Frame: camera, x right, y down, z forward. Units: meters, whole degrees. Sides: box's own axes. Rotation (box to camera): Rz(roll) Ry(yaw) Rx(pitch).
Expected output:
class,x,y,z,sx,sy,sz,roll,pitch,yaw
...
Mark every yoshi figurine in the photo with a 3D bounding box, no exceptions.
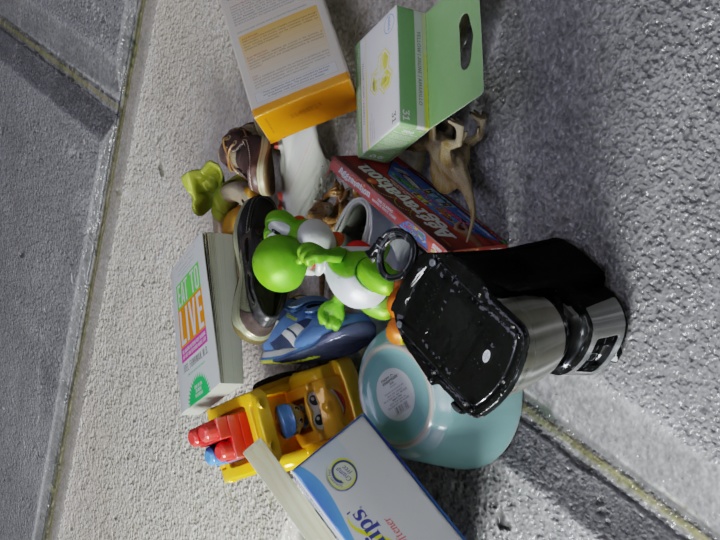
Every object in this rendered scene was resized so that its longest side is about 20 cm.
class,x,y,z,sx,sy,sz,roll,pitch,yaw
yoshi figurine,-0.035,0.010,1.014,0.198,0.112,0.114,29,103,17

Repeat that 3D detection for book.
class,x,y,z,sx,sy,sz,roll,pitch,yaw
book,-0.202,0.071,1.237,0.133,0.047,0.203,-37,55,48

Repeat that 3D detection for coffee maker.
class,x,y,z,sx,sy,sz,roll,pitch,yaw
coffee maker,0.140,0.027,0.921,0.134,0.198,0.194,-37,71,39

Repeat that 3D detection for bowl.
class,x,y,z,sx,sy,sz,roll,pitch,yaw
bowl,0.073,0.132,1.071,0.199,0.104,0.204,6,98,44

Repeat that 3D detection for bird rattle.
class,x,y,z,sx,sy,sz,roll,pitch,yaw
bird rattle,-0.172,-0.047,1.290,0.162,0.111,0.204,2,94,56

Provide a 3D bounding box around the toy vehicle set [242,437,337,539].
class,x,y,z,sx,sy,sz,roll,pitch,yaw
toy vehicle set,-0.053,0.287,1.070,0.200,0.026,0.125,49,168,23

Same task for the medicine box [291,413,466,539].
class,x,y,z,sx,sy,sz,roll,pitch,yaw
medicine box,0.029,0.280,1.045,0.183,0.102,0.201,48,168,22

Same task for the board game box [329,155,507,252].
class,x,y,z,sx,sy,sz,roll,pitch,yaw
board game box,0.062,-0.073,1.062,0.200,0.102,0.020,42,125,34

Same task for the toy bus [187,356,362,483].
class,x,y,z,sx,sy,sz,roll,pitch,yaw
toy bus,-0.111,0.196,1.208,0.199,0.190,0.138,-27,74,42

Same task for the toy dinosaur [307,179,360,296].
class,x,y,z,sx,sy,sz,roll,pitch,yaw
toy dinosaur,-0.042,-0.053,1.180,0.060,0.106,0.201,37,163,18

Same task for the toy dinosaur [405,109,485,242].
class,x,y,z,sx,sy,sz,roll,pitch,yaw
toy dinosaur,0.103,-0.125,1.054,0.201,0.057,0.102,57,141,43

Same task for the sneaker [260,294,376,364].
class,x,y,z,sx,sy,sz,roll,pitch,yaw
sneaker,-0.058,0.065,1.139,0.199,0.073,0.084,-15,71,49

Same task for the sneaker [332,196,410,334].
class,x,y,z,sx,sy,sz,roll,pitch,yaw
sneaker,0.000,0.000,1.125,0.073,0.115,0.203,30,116,35

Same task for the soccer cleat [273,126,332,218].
class,x,y,z,sx,sy,sz,roll,pitch,yaw
soccer cleat,-0.070,-0.114,1.226,0.069,0.076,0.203,-108,15,-67

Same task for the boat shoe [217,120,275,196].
class,x,y,z,sx,sy,sz,roll,pitch,yaw
boat shoe,-0.147,-0.146,1.226,0.201,0.071,0.073,-105,11,-61

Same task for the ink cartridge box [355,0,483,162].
class,x,y,z,sx,sy,sz,roll,pitch,yaw
ink cartridge box,0.058,-0.221,1.040,0.200,0.047,0.148,150,123,-60

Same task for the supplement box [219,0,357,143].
class,x,y,z,sx,sy,sz,roll,pitch,yaw
supplement box,-0.088,-0.274,1.165,0.124,0.074,0.203,-20,69,6

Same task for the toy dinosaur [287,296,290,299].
class,x,y,z,sx,sy,sz,roll,pitch,yaw
toy dinosaur,-0.089,0.065,1.281,0.200,0.060,0.107,40,100,44

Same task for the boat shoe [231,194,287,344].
class,x,y,z,sx,sy,sz,roll,pitch,yaw
boat shoe,-0.113,-0.011,1.154,0.066,0.071,0.203,-35,43,42
